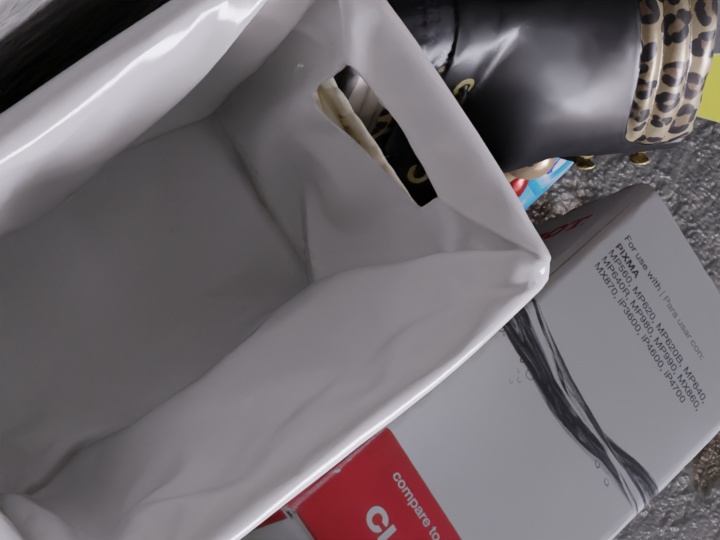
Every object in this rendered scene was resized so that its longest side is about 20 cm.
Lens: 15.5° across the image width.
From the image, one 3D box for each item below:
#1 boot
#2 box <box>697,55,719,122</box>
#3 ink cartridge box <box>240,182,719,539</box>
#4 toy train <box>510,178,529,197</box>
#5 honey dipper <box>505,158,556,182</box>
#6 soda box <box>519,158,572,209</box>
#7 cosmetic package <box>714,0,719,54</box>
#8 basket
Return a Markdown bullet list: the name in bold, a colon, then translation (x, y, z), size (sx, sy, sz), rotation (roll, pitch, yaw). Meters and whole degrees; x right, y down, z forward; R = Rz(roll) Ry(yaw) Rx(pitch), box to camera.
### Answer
- **boot**: translation (0.034, -0.047, 0.950), size (0.150, 0.073, 0.200), rotation (-11, 150, -20)
- **box**: translation (0.138, -0.103, 1.143), size (0.075, 0.200, 0.050), rotation (-97, -157, -63)
- **ink cartridge box**: translation (0.019, 0.068, 0.877), size (0.200, 0.084, 0.144), rotation (-40, -170, -38)
- **toy train**: translation (0.021, -0.080, 1.072), size (0.200, 0.085, 0.116), rotation (-51, -143, 45)
- **honey dipper**: translation (0.000, 0.000, 1.049), size (0.200, 0.038, 0.038), rotation (-35, -177, 30)
- **soda box**: translation (0.079, -0.081, 1.276), size (0.064, 0.068, 0.200), rotation (-41, 174, -15)
- **cosmetic package**: translation (0.163, -0.192, 1.092), size (0.052, 0.151, 0.200), rotation (0, -157, 31)
- **basket**: translation (-0.068, 0.009, 0.795), size (0.200, 0.136, 0.123), rotation (-37, -173, -25)
